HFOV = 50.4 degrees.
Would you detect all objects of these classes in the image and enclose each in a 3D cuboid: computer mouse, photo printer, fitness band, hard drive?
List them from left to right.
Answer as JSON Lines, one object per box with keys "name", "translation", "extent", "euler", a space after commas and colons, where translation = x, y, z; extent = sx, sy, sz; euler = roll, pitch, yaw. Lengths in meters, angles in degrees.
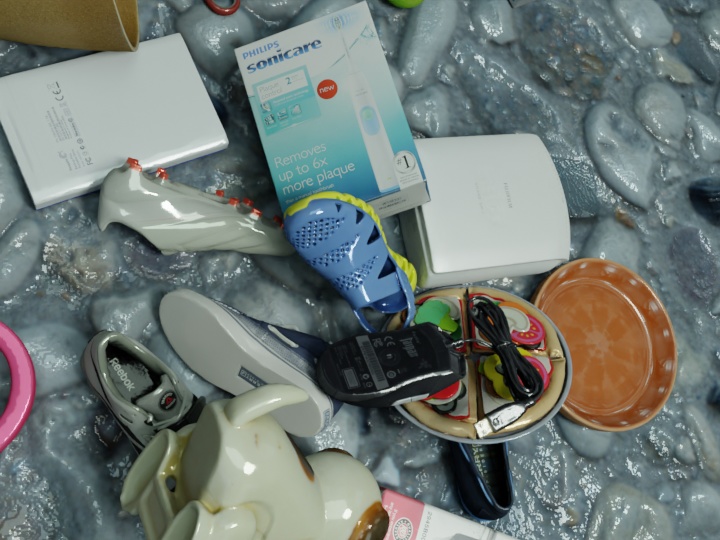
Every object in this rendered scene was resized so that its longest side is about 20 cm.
{"name": "fitness band", "translation": [-0.375, 0.121, 0.646], "extent": [0.144, 0.037, 0.200], "euler": [45, 67, -3]}
{"name": "hard drive", "translation": [-0.251, -0.154, 0.772], "extent": [0.199, 0.025, 0.133], "euler": [-23, 84, -23]}
{"name": "computer mouse", "translation": [0.066, 0.107, 0.706], "extent": [0.199, 0.046, 0.141], "euler": [-16, 49, -18]}
{"name": "photo printer", "translation": [0.142, -0.071, 0.864], "extent": [0.199, 0.069, 0.167], "euler": [-6, 77, -21]}

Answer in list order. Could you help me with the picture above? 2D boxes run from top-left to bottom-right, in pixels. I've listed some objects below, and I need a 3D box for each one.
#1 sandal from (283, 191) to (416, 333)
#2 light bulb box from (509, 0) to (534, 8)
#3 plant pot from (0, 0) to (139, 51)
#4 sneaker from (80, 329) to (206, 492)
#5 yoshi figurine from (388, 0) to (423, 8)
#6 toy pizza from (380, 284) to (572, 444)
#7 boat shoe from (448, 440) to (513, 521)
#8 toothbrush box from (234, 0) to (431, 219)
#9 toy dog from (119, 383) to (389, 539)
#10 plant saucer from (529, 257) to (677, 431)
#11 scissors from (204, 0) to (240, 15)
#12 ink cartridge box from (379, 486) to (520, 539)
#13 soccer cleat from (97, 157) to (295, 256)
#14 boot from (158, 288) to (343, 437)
{"name": "sandal", "translation": [0.000, 0.000, 0.735], "extent": [0.200, 0.079, 0.087], "euler": [40, 32, -42]}
{"name": "light bulb box", "translation": [0.284, -0.451, 0.948], "extent": [0.197, 0.200, 0.125], "euler": [-24, 86, -23]}
{"name": "plant pot", "translation": [-0.326, -0.294, 0.715], "extent": [0.199, 0.186, 0.188], "euler": [-7, 77, -7]}
{"name": "sneaker", "translation": [-0.176, 0.135, 0.686], "extent": [0.200, 0.088, 0.074], "euler": [46, 64, -4]}
{"name": "yoshi figurine", "translation": [0.017, -0.384, 0.909], "extent": [0.200, 0.113, 0.112], "euler": [46, 25, 13]}
{"name": "toy pizza", "translation": [0.114, 0.083, 0.772], "extent": [0.199, 0.032, 0.201], "euler": [-1, 46, 1]}
{"name": "boat shoe", "translation": [0.127, 0.153, 0.796], "extent": [0.084, 0.069, 0.201], "euler": [-13, 77, -21]}
{"name": "toothbrush box", "translation": [-0.027, -0.148, 0.786], "extent": [0.146, 0.085, 0.201], "euler": [-18, 78, 5]}
{"name": "toy dog", "translation": [-0.072, 0.187, 0.649], "extent": [0.199, 0.139, 0.195], "euler": [28, 91, -37]}
{"name": "plant saucer", "translation": [0.278, 0.086, 0.890], "extent": [0.199, 0.032, 0.202], "euler": [5, 74, -19]}
{"name": "scissors", "translation": [-0.205, -0.358, 0.853], "extent": [0.199, 0.014, 0.073], "euler": [34, 70, -7]}
{"name": "ink cartridge box", "translation": [0.076, 0.309, 0.729], "extent": [0.199, 0.085, 0.146], "euler": [24, 69, -14]}
{"name": "soccer cleat", "translation": [-0.159, -0.045, 0.759], "extent": [0.199, 0.069, 0.078], "euler": [19, 100, -21]}
{"name": "boot", "translation": [-0.098, 0.078, 0.748], "extent": [0.200, 0.073, 0.090], "euler": [37, 29, 10]}
